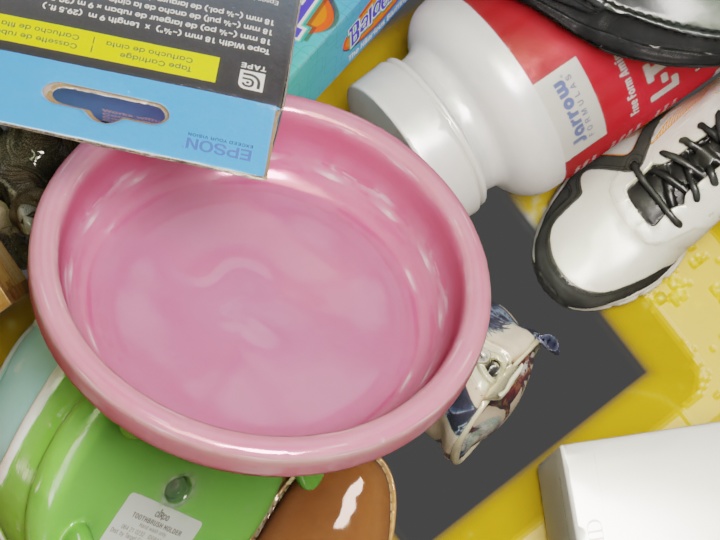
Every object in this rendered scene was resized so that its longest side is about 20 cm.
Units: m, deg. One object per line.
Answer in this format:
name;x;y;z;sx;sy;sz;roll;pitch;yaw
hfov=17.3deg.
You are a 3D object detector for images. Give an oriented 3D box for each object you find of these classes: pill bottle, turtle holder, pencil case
pill bottle;0.097;-0.110;1.163;0.199;0.112;0.113;-35;81;-10
turtle holder;-0.106;0.062;1.087;0.140;0.132;0.187;-8;120;-37
pencil case;0.000;0.000;1.144;0.200;0.090;0.078;42;61;7

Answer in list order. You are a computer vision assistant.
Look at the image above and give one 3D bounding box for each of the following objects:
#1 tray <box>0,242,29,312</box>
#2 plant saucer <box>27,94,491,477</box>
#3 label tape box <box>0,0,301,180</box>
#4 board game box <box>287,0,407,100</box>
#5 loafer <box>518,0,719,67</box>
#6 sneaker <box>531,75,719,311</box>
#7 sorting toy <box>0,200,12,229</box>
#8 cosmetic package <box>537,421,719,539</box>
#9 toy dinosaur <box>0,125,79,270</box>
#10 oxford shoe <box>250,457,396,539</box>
tray;-0.261;0.026;1.097;0.199;0.037;0.099;-34;94;16
plant saucer;-0.044;0.011;1.019;0.199;0.051;0.202;6;50;-7
label tape box;-0.100;-0.108;1.029;0.143;0.064;0.201;12;50;-4
board game box;-0.046;-0.168;1.158;0.151;0.045;0.200;30;59;16
loafer;0.100;-0.148;1.080;0.199;0.070;0.068;22;71;12
sneaker;0.166;-0.056;1.173;0.200;0.080;0.074;-39;84;-9
sorting toy;-0.280;-0.051;1.169;0.185;0.036;0.200;-37;87;-11
cosmetic package;0.192;0.125;1.130;0.198;0.085;0.109;-9;79;-7
toy dinosaur;-0.139;-0.065;1.157;0.103;0.077;0.200;53;38;-10
oxford shoe;-0.037;0.169;1.113;0.071;0.071;0.201;26;75;4
